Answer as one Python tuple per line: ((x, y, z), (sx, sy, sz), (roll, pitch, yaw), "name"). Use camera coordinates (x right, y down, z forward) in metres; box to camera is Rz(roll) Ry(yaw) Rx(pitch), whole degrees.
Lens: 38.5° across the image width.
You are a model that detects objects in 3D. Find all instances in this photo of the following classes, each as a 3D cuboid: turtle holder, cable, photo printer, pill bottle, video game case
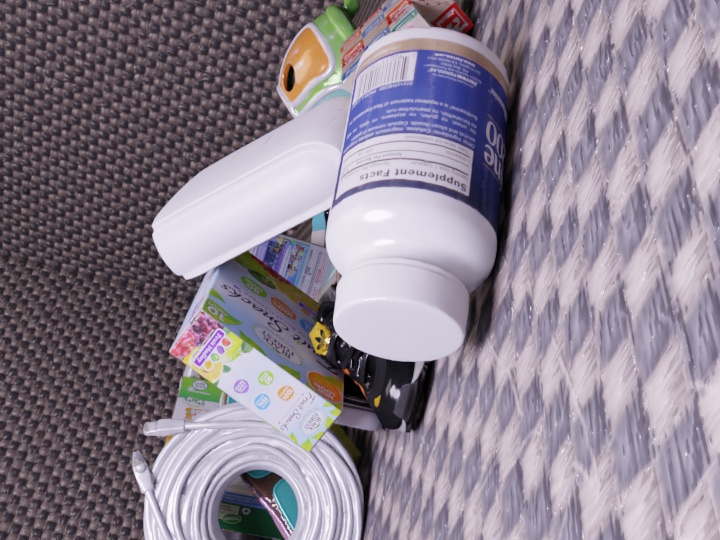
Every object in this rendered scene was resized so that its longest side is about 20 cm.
((-0.014, -0.210, 1.168), (0.131, 0.142, 0.185), (-37, -13, 8), "turtle holder")
((-0.096, 0.220, 0.933), (0.069, 0.198, 0.202), (109, 150, -77), "cable")
((-0.072, -0.082, 0.913), (0.199, 0.070, 0.167), (-25, 16, 20), "photo printer")
((0.037, -0.049, 0.673), (0.111, 0.110, 0.202), (114, 167, -60), "pill bottle")
((-0.102, 0.059, 1.243), (0.022, 0.180, 0.202), (21, 94, 63), "video game case")

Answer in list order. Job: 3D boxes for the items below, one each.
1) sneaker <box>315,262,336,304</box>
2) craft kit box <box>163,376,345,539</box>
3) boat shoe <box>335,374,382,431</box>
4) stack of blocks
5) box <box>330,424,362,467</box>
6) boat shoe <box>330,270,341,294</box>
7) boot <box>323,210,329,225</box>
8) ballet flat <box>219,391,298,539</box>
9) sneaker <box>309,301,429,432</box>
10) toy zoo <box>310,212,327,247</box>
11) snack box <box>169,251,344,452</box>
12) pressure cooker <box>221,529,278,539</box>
((0.000, 0.000, 1.089), (0.201, 0.073, 0.082), (-62, 11, 17), "sneaker")
((-0.116, 0.204, 1.124), (0.198, 0.198, 0.049), (-87, 11, -59), "craft kit box")
((-0.007, 0.106, 0.988), (0.200, 0.069, 0.067), (-48, -30, -88), "boat shoe")
((0.042, -0.209, 0.947), (0.115, 0.059, 0.200), (-41, 17, 14), "stack of blocks")
((-0.081, 0.145, 1.073), (0.200, 0.050, 0.076), (49, 141, 29), "box")
((0.012, 0.000, 0.962), (0.200, 0.072, 0.075), (116, 166, -63), "boat shoe")
((0.003, -0.153, 1.312), (0.169, 0.075, 0.202), (-80, -1, -54), "boot")
((-0.084, 0.202, 1.010), (0.201, 0.069, 0.071), (57, 152, 9), "ballet flat")
((0.001, 0.072, 0.843), (0.200, 0.089, 0.071), (-101, 25, -75), "sneaker")
((-0.036, -0.022, 1.362), (0.132, 0.020, 0.202), (64, -156, -54), "toy zoo")
((-0.081, 0.058, 0.905), (0.053, 0.142, 0.200), (-52, 10, 14), "snack box")
((-0.132, 0.313, 1.158), (0.201, 0.177, 0.177), (-96, 20, -60), "pressure cooker")
